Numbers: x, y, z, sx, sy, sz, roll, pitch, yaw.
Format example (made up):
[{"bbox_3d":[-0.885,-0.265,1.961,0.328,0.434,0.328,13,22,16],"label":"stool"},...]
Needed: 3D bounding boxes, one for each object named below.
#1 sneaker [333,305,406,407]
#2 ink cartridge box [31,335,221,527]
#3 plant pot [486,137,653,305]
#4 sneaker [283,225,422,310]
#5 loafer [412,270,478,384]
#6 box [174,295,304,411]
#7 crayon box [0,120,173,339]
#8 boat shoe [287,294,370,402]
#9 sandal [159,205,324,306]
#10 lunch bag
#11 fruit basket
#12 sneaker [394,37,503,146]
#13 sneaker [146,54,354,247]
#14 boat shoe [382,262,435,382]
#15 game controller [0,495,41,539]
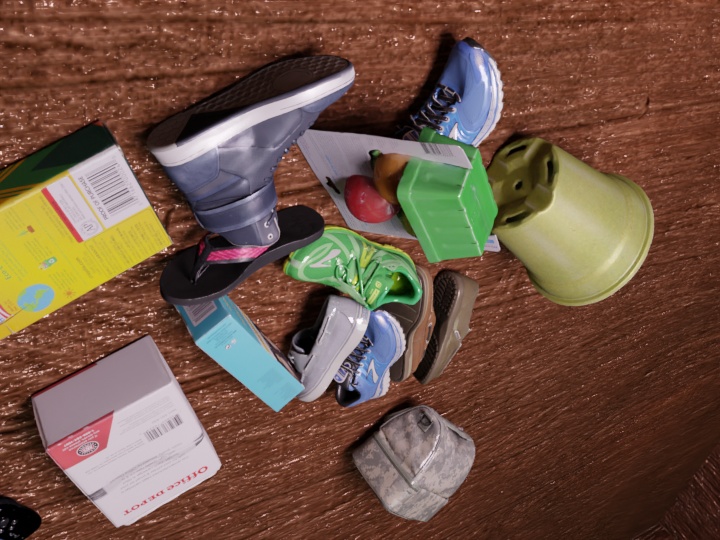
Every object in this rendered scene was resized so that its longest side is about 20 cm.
[{"bbox_3d":[0.003,0.125,0.995,0.089,0.078,0.202,-27,141,-35],"label":"sneaker"},{"bbox_3d":[-0.267,0.194,0.836,0.146,0.083,0.201,-28,140,-16],"label":"ink cartridge box"},{"bbox_3d":[0.256,-0.078,0.953,0.183,0.201,0.201,27,108,-37],"label":"plant pot"},{"bbox_3d":[0.000,0.000,0.868,0.198,0.084,0.075,9,121,-35],"label":"sneaker"},{"bbox_3d":[0.130,0.091,1.079,0.067,0.076,0.201,-3,129,-30],"label":"loafer"},{"bbox_3d":[-0.141,0.089,0.842,0.049,0.082,0.200,-38,142,-4],"label":"box"},{"bbox_3d":[-0.285,-0.029,0.631,0.199,0.051,0.128,-31,141,-13],"label":"crayon box"},{"bbox_3d":[-0.057,0.099,0.941,0.071,0.070,0.201,22,131,-15],"label":"boat shoe"},{"bbox_3d":[-0.126,-0.029,0.752,0.199,0.075,0.045,-30,145,-26],"label":"sandal"},{"bbox_3d":[0.105,0.325,1.233,0.168,0.140,0.200,-42,143,3],"label":"lunch bag"},{"bbox_3d":[0.042,-0.089,0.758,0.094,0.198,0.186,-60,145,-20],"label":"fruit basket"},{"bbox_3d":[0.092,-0.157,0.792,0.088,0.079,0.202,-14,135,-33],"label":"sneaker"},{"bbox_3d":[-0.083,-0.111,0.691,0.201,0.077,0.147,-26,129,-3],"label":"sneaker"},{"bbox_3d":[0.071,0.066,1.019,0.068,0.072,0.202,-30,143,-42],"label":"boat shoe"},{"bbox_3d":[-0.479,0.337,0.830,0.199,0.042,0.105,-33,141,-9],"label":"game controller"}]
